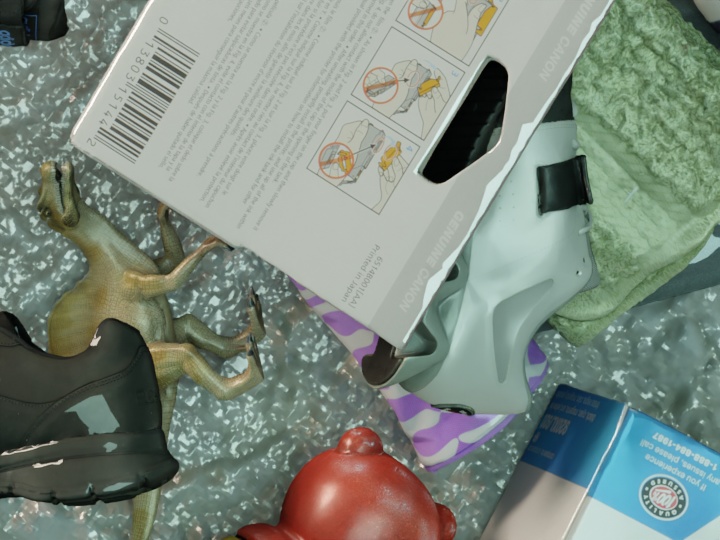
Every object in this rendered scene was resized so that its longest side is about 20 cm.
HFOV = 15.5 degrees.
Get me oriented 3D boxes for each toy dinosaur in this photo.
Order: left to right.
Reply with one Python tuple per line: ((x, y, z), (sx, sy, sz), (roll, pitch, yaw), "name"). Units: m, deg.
((-0.096, 0.039, 1.239), (0.100, 0.058, 0.202), (-12, 97, 7), "toy dinosaur")

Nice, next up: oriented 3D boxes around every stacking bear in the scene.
((-0.043, 0.166, 1.219), (0.121, 0.114, 0.200), (44, 80, -9), "stacking bear")

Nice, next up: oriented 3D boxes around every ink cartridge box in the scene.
((-0.002, -0.095, 1.152), (0.176, 0.045, 0.201), (32, 95, 5), "ink cartridge box")
((0.123, 0.178, 1.226), (0.147, 0.145, 0.201), (28, 87, -9), "ink cartridge box")

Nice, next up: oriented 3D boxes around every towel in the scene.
((0.088, -0.080, 1.222), (0.148, 0.036, 0.200), (-43, 88, 11), "towel")

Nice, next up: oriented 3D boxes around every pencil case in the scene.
((0.000, 0.000, 1.233), (0.085, 0.084, 0.200), (-36, 97, 32), "pencil case")

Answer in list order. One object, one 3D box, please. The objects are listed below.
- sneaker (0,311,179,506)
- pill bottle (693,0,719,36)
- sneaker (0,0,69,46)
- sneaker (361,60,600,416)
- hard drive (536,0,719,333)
((-0.183, 0.066, 1.199), (0.198, 0.076, 0.092), (-6, 85, 3), "sneaker")
((0.223, -0.125, 1.217), (0.111, 0.111, 0.200), (-41, 98, -6), "pill bottle")
((-0.193, -0.110, 1.194), (0.111, 0.077, 0.201), (22, 84, -4), "sneaker")
((0.072, -0.031, 1.182), (0.088, 0.074, 0.201), (20, 89, -20), "sneaker")
((0.156, -0.061, 1.281), (0.199, 0.033, 0.141), (-14, 95, -9), "hard drive")
